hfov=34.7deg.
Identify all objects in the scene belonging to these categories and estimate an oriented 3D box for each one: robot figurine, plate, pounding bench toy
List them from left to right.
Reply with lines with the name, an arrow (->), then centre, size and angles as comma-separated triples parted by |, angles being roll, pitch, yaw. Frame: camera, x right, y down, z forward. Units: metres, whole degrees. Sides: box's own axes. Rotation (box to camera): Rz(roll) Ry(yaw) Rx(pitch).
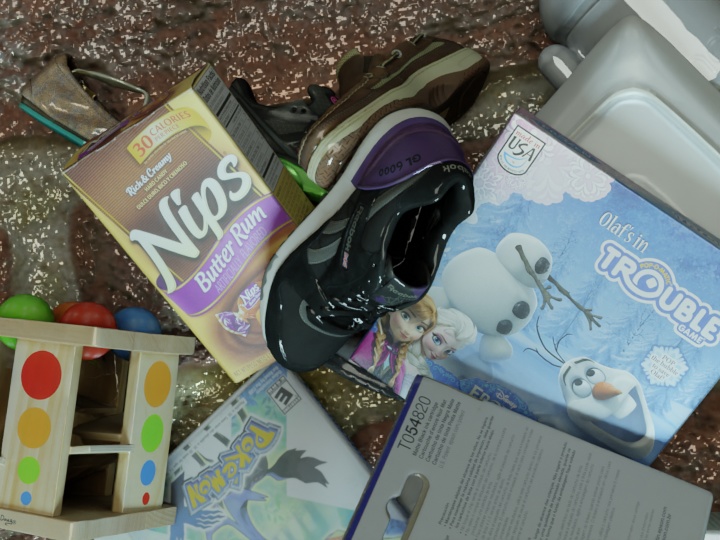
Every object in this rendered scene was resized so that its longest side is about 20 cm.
pounding bench toy -> -0.241, 0.096, 0.833 | 0.200, 0.124, 0.156 | 4, 85, 24
plate -> 0.180, -0.029, 0.757 | 0.200, 0.032, 0.200 | 43, 110, 0
robot figurine -> 0.204, -0.167, 0.799 | 0.170, 0.113, 0.200 | -38, 83, -17

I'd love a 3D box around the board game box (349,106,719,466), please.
board game box -> 0.128, 0.033, 0.744 | 0.200, 0.043, 0.199 | 34, 107, 4

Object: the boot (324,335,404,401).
boot -> 0.074, 0.039, 0.835 | 0.200, 0.070, 0.132 | 16, 86, -3

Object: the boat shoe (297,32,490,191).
boat shoe -> 0.009, -0.116, 0.798 | 0.075, 0.202, 0.075 | 37, 128, 15

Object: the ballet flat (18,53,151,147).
ballet flat -> -0.168, -0.098, 0.870 | 0.200, 0.068, 0.067 | 36, 85, 6

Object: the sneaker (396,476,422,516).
sneaker -> 0.048, 0.199, 0.830 | 0.080, 0.074, 0.200 | 29, 88, 25

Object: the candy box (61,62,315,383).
candy box -> -0.097, -0.029, 0.805 | 0.117, 0.056, 0.200 | -29, 110, 20

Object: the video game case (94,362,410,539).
video game case -> -0.080, 0.191, 0.831 | 0.200, 0.022, 0.182 | -43, 62, 3

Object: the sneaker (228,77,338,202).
sneaker -> -0.020, -0.091, 0.844 | 0.200, 0.077, 0.084 | 19, 87, 5

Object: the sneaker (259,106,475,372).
sneaker -> 0.000, 0.000, 0.715 | 0.076, 0.088, 0.200 | 15, 121, -29

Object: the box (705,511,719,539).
box -> 0.284, 0.232, 0.774 | 0.200, 0.097, 0.125 | 2, 87, 8

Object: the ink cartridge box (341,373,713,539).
ink cartridge box -> 0.090, 0.177, 0.670 | 0.200, 0.041, 0.200 | 23, 50, 7
